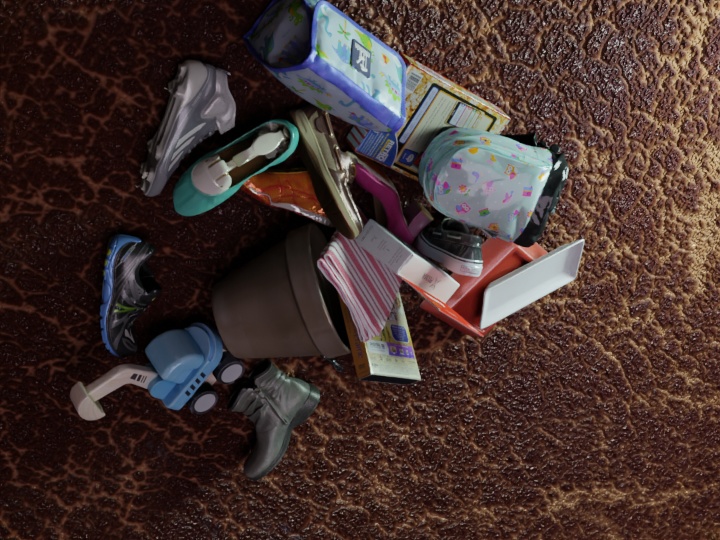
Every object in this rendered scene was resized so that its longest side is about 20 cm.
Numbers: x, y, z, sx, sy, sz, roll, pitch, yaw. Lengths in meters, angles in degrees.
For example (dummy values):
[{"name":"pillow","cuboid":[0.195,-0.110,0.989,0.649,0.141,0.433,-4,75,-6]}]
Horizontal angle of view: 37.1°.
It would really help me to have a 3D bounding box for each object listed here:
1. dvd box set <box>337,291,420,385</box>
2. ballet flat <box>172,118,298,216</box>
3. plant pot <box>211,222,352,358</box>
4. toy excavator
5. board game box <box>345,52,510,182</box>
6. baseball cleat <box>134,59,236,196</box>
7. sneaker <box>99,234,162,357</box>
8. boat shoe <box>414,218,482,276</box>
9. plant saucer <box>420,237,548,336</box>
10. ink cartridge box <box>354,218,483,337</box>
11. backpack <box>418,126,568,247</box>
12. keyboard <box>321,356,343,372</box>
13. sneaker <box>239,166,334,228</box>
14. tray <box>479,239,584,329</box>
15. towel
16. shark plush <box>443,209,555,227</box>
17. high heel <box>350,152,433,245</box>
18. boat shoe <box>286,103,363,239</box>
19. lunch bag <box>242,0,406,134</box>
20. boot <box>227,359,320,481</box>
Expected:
[{"name":"dvd box set","cuboid":[0.022,0.071,1.620,0.029,0.200,0.146,-23,161,28]},{"name":"ballet flat","cuboid":[-0.170,-0.146,1.442,0.200,0.070,0.067,-34,86,-11]},{"name":"plant pot","cuboid":[-0.118,0.051,1.589,0.173,0.200,0.200,-19,129,10]},{"name":"toy excavator","cuboid":[-0.304,0.150,1.587,0.195,0.100,0.200,-49,141,10]},{"name":"board game box","cuboid":[0.101,-0.208,1.579,0.200,0.046,0.152,23,111,-33]},{"name":"baseball cleat","cuboid":[-0.228,-0.181,1.445,0.106,0.070,0.200,12,118,-28]},{"name":"sneaker","cuboid":[-0.330,0.043,1.546,0.082,0.071,0.200,7,118,-6]},{"name":"boat shoe","cuboid":[0.143,-0.044,1.620,0.072,0.200,0.071,12,99,-21]},{"name":"plant saucer","cuboid":[0.216,0.027,1.751,0.200,0.037,0.200,-44,149,10]},{"name":"ink cartridge box","cuboid":[0.099,0.013,1.565,0.044,0.173,0.200,-53,152,4]},{"name":"backpack","cuboid":[0.184,-0.130,1.540,0.200,0.127,0.167,19,103,-13]},{"name":"keyboard","cuboid":[-0.022,0.110,1.760,0.127,0.021,0.200,-44,127,9]},{"name":"sneaker","cuboid":[-0.105,-0.124,1.547,0.200,0.073,0.077,16,98,-37]},{"name":"tray","cuboid":[0.273,0.017,1.741,0.200,0.022,0.108,-26,147,-19]},{"name":"towel","cuboid":[0.000,0.000,1.571,0.030,0.200,0.147,-23,108,23]},{"name":"shark plush","cuboid":[0.226,-0.106,1.714,0.200,0.091,0.083,-16,150,-38]},{"name":"high heel","cuboid":[0.020,-0.095,1.611,0.096,0.067,0.200,-42,125,13]},{"name":"boat shoe","cuboid":[-0.034,-0.144,1.508,0.072,0.072,0.200,-25,87,-17]},{"name":"lunch bag","cuboid":[-0.038,-0.265,1.385,0.170,0.200,0.128,29,108,-34]},{"name":"boot","cuboid":[-0.170,0.243,1.767,0.130,0.068,0.200,29,100,-30]}]
